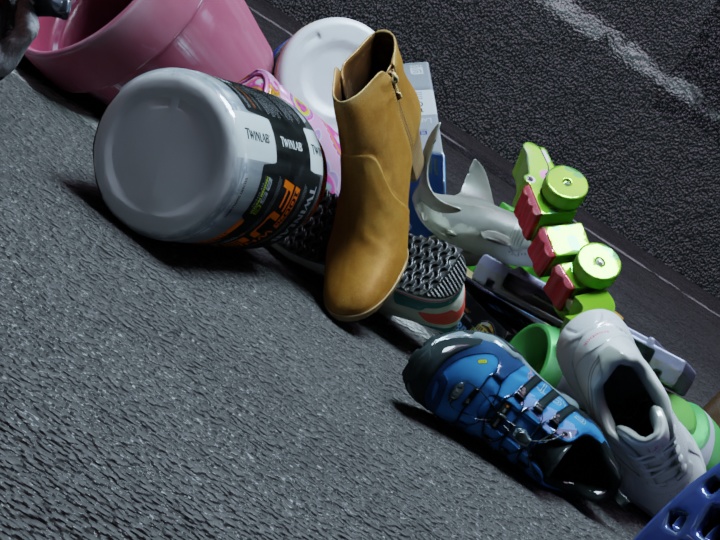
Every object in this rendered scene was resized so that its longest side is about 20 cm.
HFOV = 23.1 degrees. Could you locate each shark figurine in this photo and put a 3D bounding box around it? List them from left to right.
[{"bbox_3d":[0.093,-0.064,1.568,0.127,0.090,0.214,-3,-21,42],"label":"shark figurine"}]

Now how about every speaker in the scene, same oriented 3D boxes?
[{"bbox_3d":[0.210,0.120,1.482,0.199,0.089,0.089,29,11,-25],"label":"speaker"}]

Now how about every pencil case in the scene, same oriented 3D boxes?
[{"bbox_3d":[-0.046,-0.085,1.544,0.200,0.087,0.087,43,4,-32],"label":"pencil case"}]

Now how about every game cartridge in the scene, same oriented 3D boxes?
[{"bbox_3d":[0.200,0.048,1.554,0.199,0.039,0.130,29,4,16],"label":"game cartridge"}]

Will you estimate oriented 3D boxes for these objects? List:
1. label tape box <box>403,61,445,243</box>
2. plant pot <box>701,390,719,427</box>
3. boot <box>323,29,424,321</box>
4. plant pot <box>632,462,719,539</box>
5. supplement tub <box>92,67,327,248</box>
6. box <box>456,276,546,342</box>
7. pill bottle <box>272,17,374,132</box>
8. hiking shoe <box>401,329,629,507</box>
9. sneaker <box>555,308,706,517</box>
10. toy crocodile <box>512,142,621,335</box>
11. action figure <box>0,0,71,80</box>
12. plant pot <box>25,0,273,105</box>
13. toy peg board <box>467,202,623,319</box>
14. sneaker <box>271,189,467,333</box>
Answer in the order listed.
[{"bbox_3d":[0.047,-0.087,1.710,0.065,0.144,0.201,-3,39,0],"label":"label tape box"},{"bbox_3d":[0.421,0.147,1.681,0.186,0.201,0.187,33,10,-7],"label":"plant pot"},{"bbox_3d":[-0.001,-0.078,1.385,0.070,0.203,0.145,4,-37,21],"label":"boot"},{"bbox_3d":[0.319,0.202,1.177,0.199,0.181,0.200,19,18,-50],"label":"plant pot"},{"bbox_3d":[-0.104,-0.079,1.317,0.122,0.123,0.200,37,11,18],"label":"supplement tub"},{"bbox_3d":[0.159,0.077,1.623,0.199,0.046,0.159,27,12,-31],"label":"box"},{"bbox_3d":[-0.037,-0.172,1.665,0.111,0.113,0.200,32,-5,-9],"label":"pill bottle"},{"bbox_3d":[0.119,0.106,1.288,0.199,0.075,0.087,27,11,-34],"label":"hiking shoe"},{"bbox_3d":[0.219,0.132,1.379,0.201,0.078,0.099,56,4,-19],"label":"sneaker"},{"bbox_3d":[0.165,-0.022,1.469,0.061,0.068,0.201,-5,56,-21],"label":"toy crocodile"},{"bbox_3d":[-0.318,-0.172,1.260,0.198,0.106,0.193,9,1,5],"label":"action figure"},{"bbox_3d":[-0.178,-0.212,1.564,0.179,0.200,0.200,45,1,-39],"label":"plant pot"},{"bbox_3d":[0.209,0.029,1.857,0.198,0.098,0.200,27,12,-30],"label":"toy peg board"},{"bbox_3d":[0.001,0.000,1.481,0.198,0.071,0.094,22,-31,22],"label":"sneaker"}]
